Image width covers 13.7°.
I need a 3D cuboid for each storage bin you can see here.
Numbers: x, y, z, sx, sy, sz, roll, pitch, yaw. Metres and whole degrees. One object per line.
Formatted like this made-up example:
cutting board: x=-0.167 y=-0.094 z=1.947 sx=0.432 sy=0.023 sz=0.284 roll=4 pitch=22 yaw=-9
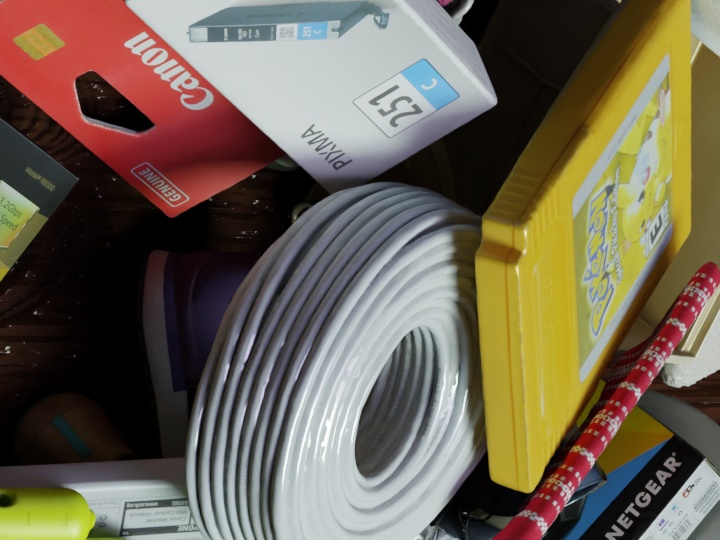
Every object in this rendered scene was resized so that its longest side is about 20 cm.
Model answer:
storage bin: x=0.140 y=-0.061 z=1.634 sx=0.200 sy=0.094 sz=0.199 roll=6 pitch=115 yaw=-50

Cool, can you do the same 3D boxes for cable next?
cable: x=0.000 y=0.056 z=1.431 sx=0.201 sy=0.069 sz=0.200 roll=-64 pitch=151 yaw=-3

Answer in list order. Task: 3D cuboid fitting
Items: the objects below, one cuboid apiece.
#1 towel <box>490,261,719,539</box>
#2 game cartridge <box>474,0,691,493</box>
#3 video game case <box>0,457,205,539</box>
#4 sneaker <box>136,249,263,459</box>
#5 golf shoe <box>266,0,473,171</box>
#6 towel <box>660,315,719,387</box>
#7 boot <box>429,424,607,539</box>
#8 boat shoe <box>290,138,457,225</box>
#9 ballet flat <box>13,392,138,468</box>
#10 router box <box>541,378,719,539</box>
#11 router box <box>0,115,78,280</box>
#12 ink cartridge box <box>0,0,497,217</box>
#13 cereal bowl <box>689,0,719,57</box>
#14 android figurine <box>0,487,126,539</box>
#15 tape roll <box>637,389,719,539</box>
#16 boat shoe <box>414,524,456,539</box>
towel: x=0.112 y=0.093 z=1.554 sx=0.200 sy=0.022 sz=0.145 roll=-52 pitch=175 yaw=-23
game cartridge: x=0.112 y=-0.018 z=1.472 sx=0.177 sy=0.032 sz=0.200 roll=83 pitch=30 yaw=-45
video game case: x=-0.160 y=0.169 z=1.478 sx=0.199 sy=0.023 sz=0.183 roll=-2 pitch=128 yaw=-19
sneaker: x=-0.055 y=0.082 z=1.498 sx=0.087 sy=0.076 sz=0.201 roll=-3 pitch=123 yaw=7
golf shoe: x=0.001 y=-0.128 z=1.429 sx=0.077 sy=0.088 sz=0.201 roll=-4 pitch=123 yaw=-49
towel: x=0.264 y=-0.015 z=1.866 sx=0.200 sy=0.034 sz=0.133 roll=-29 pitch=137 yaw=-30
boot: x=0.045 y=0.110 z=1.615 sx=0.200 sy=0.097 sz=0.075 roll=-28 pitch=168 yaw=-31
boat shoe: x=0.000 y=0.000 z=1.538 sx=0.063 sy=0.073 sz=0.201 roll=-39 pitch=145 yaw=-44
ballet flat: x=-0.122 y=0.137 z=1.533 sx=0.069 sy=0.063 sz=0.200 roll=-43 pitch=144 yaw=-11
router box: x=0.089 y=0.152 z=1.710 sx=0.200 sy=0.149 sz=0.051 roll=-51 pitch=145 yaw=-4
router box: x=-0.231 y=-0.028 z=1.278 sx=0.157 sy=0.052 sz=0.200 roll=-53 pitch=145 yaw=-1
ink cartridge box: x=-0.058 y=-0.091 z=1.356 sx=0.176 sy=0.045 sz=0.200 roll=-30 pitch=144 yaw=14
cereal bowl: x=0.198 y=-0.159 z=1.536 sx=0.083 sy=0.200 sz=0.200 roll=-48 pitch=146 yaw=16
android figurine: x=-0.171 y=0.179 z=1.440 sx=0.199 sy=0.041 sz=0.183 roll=2 pitch=126 yaw=-18
tape roll: x=0.141 y=0.166 z=1.736 sx=0.203 sy=0.203 sz=0.037 roll=-49 pitch=145 yaw=-5
boat shoe: x=0.008 y=0.140 z=1.675 sx=0.199 sy=0.074 sz=0.068 roll=-34 pitch=145 yaw=-3
